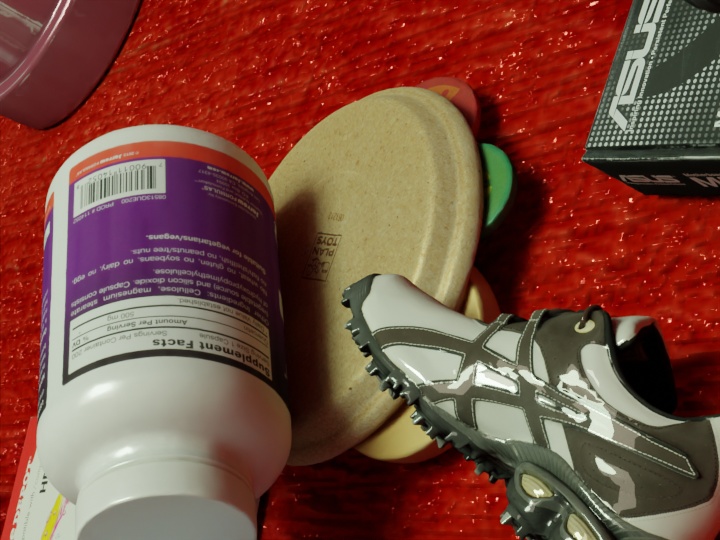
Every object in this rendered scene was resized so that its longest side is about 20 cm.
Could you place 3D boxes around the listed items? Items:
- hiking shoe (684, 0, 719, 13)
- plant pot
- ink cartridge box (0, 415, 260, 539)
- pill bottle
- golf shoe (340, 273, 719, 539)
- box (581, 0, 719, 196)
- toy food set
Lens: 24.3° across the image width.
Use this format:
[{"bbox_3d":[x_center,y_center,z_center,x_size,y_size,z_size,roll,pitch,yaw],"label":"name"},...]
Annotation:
[{"bbox_3d":[0.168,-0.181,0.571,0.200,0.076,0.101,-64,28,-1],"label":"hiking shoe"},{"bbox_3d":[-0.279,-0.228,1.235,0.200,0.179,0.200,-33,46,42],"label":"plant pot"},{"bbox_3d":[-0.137,0.136,0.902,0.200,0.067,0.116,-17,57,51],"label":"ink cartridge box"},{"bbox_3d":[-0.090,0.037,0.765,0.112,0.112,0.200,-40,41,35],"label":"pill bottle"},{"bbox_3d":[0.073,0.046,0.652,0.095,0.078,0.200,-50,50,4],"label":"golf shoe"},{"bbox_3d":[0.186,-0.125,0.620,0.193,0.047,0.200,7,75,55],"label":"box"},{"bbox_3d":[0.000,0.000,0.808,0.200,0.049,0.198,-16,57,51],"label":"toy food set"}]
